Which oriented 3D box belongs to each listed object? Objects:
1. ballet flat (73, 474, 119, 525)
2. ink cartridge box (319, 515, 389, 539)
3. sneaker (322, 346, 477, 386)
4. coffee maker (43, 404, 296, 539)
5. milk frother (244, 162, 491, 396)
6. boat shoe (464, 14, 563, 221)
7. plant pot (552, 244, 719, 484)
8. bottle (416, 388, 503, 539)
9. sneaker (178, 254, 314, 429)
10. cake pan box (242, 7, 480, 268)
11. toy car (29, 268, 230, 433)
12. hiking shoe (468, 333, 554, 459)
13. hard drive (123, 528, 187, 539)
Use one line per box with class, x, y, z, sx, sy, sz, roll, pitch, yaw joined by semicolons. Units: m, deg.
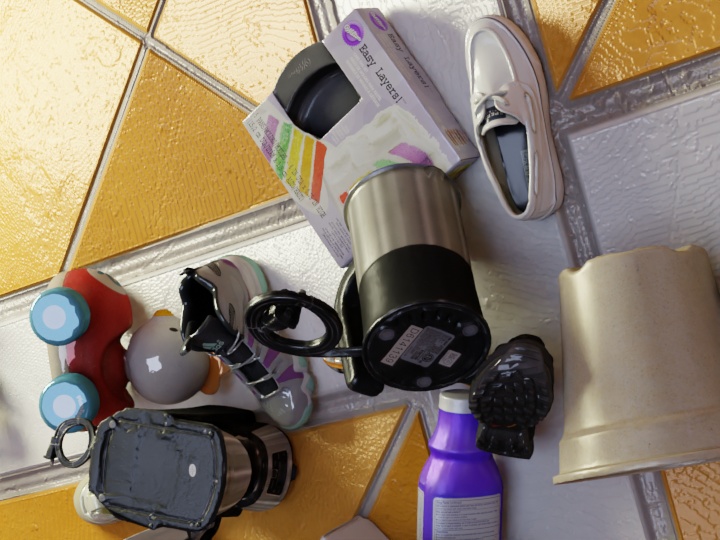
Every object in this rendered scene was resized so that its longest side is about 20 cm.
ballet flat;-0.273;0.253;1.694;0.199;0.069;0.070;-22;86;32
ink cartridge box;-0.020;0.381;1.545;0.146;0.084;0.201;42;115;19
sneaker;0.040;0.086;1.476;0.199;0.079;0.077;-2;136;45
coffee maker;-0.186;0.191;1.539;0.191;0.200;0.135;32;95;17
milk frother;0.000;0.000;1.358;0.180;0.200;0.189;-35;39;23
boat shoe;0.139;-0.144;1.385;0.073;0.065;0.201;-22;85;32
plant pot;0.252;0.080;1.291;0.199;0.200;0.185;-15;78;32
bottle;0.098;0.219;1.452;0.065;0.083;0.202;-150;59;-73
sneaker;-0.135;0.083;1.540;0.078;0.140;0.201;-34;79;30
cake pan box;-0.003;-0.135;1.483;0.184;0.052;0.201;-39;77;27
toy car;-0.237;0.081;1.616;0.198;0.184;0.179;-5;94;3
hiking shoe;0.138;0.095;1.345;0.075;0.200;0.101;9;62;3
hard drive;-0.178;0.370;1.612;0.025;0.132;0.201;-37;77;29
